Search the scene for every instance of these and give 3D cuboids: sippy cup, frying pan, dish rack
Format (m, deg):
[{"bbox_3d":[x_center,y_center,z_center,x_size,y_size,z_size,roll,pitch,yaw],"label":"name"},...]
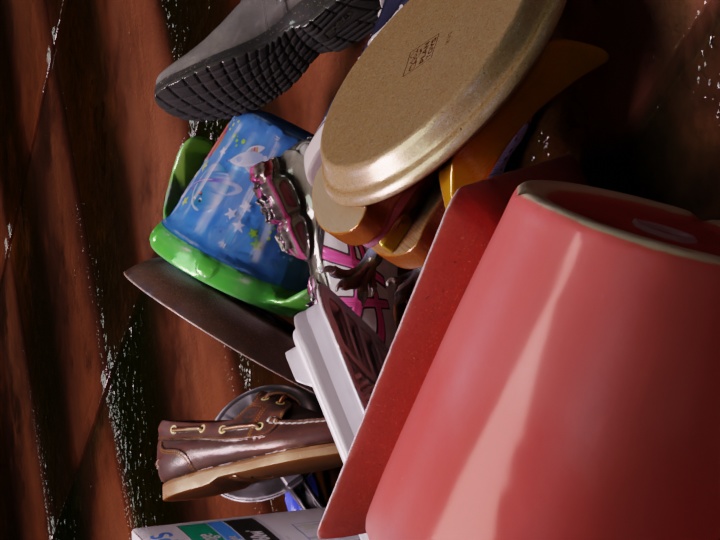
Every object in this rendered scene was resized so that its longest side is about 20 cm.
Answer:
[{"bbox_3d":[-0.075,-0.050,1.385,0.131,0.177,0.140,-64,-7,7],"label":"sippy cup"},{"bbox_3d":[-0.074,0.162,1.433,0.191,0.114,0.031,-100,-13,-46],"label":"frying pan"},{"bbox_3d":[0.014,0.119,1.148,0.201,0.043,0.172,66,-172,24],"label":"dish rack"}]

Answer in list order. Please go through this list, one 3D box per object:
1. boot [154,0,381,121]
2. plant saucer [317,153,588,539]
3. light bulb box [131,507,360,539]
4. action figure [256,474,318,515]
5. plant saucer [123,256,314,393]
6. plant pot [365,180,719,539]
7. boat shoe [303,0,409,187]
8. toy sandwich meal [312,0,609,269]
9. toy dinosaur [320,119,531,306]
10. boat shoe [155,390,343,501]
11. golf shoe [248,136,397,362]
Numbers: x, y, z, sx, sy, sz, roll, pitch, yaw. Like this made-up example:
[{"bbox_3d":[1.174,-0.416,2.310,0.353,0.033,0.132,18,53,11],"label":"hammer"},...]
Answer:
[{"bbox_3d":[-0.073,-0.204,1.346,0.068,0.199,0.131,42,-154,-54],"label":"boot"},{"bbox_3d":[0.064,0.043,0.974,0.037,0.199,0.201,28,108,18],"label":"plant saucer"},{"bbox_3d":[-0.053,0.281,1.280,0.125,0.198,0.200,-164,73,-68],"label":"light bulb box"},{"bbox_3d":[-0.069,0.198,1.465,0.065,0.098,0.201,110,147,-48],"label":"action figure"},{"bbox_3d":[-0.092,0.041,1.405,0.032,0.199,0.200,-58,25,1],"label":"plant saucer"},{"bbox_3d":[0.118,0.062,0.836,0.200,0.199,0.179,-143,65,-64],"label":"plant pot"},{"bbox_3d":[0.031,-0.137,1.141,0.200,0.074,0.093,-40,46,34],"label":"boat shoe"},{"bbox_3d":[0.053,-0.092,0.995,0.205,0.070,0.206,-39,25,23],"label":"toy sandwich meal"},{"bbox_3d":[0.048,-0.056,1.137,0.182,0.104,0.200,-58,22,24],"label":"toy dinosaur"},{"bbox_3d":[-0.074,0.127,1.382,0.199,0.070,0.071,-13,72,24],"label":"boat shoe"},{"bbox_3d":[0.000,0.000,1.276,0.201,0.092,0.073,66,171,-8],"label":"golf shoe"}]
